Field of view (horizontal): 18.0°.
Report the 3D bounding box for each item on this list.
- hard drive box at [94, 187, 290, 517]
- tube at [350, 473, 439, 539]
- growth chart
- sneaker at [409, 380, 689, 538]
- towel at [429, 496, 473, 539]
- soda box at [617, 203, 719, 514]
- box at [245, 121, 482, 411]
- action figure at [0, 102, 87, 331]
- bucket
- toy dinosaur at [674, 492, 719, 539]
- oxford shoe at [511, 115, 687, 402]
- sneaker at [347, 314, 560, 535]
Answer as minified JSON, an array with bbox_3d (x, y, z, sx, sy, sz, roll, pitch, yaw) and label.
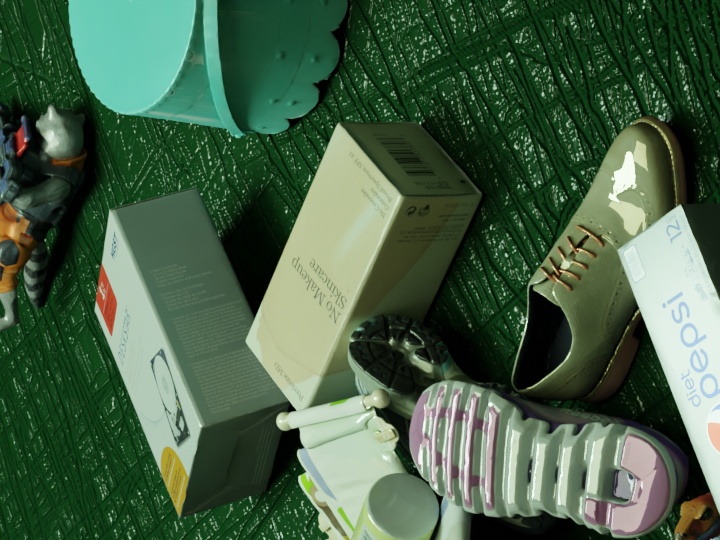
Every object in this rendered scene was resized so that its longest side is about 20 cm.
[{"bbox_3d":[-0.134,0.065,1.772,0.156,0.076,0.201,107,143,-56],"label":"hard drive box"},{"bbox_3d":[0.011,0.210,1.590,0.052,0.058,0.200,24,144,5],"label":"tube"},{"bbox_3d":[0.013,0.174,1.611,0.144,0.018,0.201,-9,115,49],"label":"growth chart"},{"bbox_3d":[0.126,0.120,1.463,0.199,0.088,0.081,13,99,32],"label":"sneaker"},{"bbox_3d":[0.056,0.253,1.487,0.147,0.024,0.201,105,169,-49],"label":"towel"},{"bbox_3d":[0.229,0.061,1.365,0.063,0.068,0.201,-38,64,44],"label":"soda box"},{"bbox_3d":[0.000,0.000,1.637,0.095,0.077,0.201,48,128,38],"label":"box"},{"bbox_3d":[-0.296,-0.068,2.017,0.194,0.104,0.200,-60,22,26],"label":"action figure"},{"bbox_3d":[-0.120,-0.205,1.726,0.206,0.134,0.209,5,96,51],"label":"bucket"},{"bbox_3d":[0.188,0.225,1.409,0.199,0.104,0.183,-1,82,57],"label":"toy dinosaur"},{"bbox_3d":[0.151,-0.002,1.452,0.071,0.073,0.201,34,118,44],"label":"oxford shoe"},{"bbox_3d":[0.071,0.116,1.578,0.200,0.077,0.087,45,155,30],"label":"sneaker"}]
